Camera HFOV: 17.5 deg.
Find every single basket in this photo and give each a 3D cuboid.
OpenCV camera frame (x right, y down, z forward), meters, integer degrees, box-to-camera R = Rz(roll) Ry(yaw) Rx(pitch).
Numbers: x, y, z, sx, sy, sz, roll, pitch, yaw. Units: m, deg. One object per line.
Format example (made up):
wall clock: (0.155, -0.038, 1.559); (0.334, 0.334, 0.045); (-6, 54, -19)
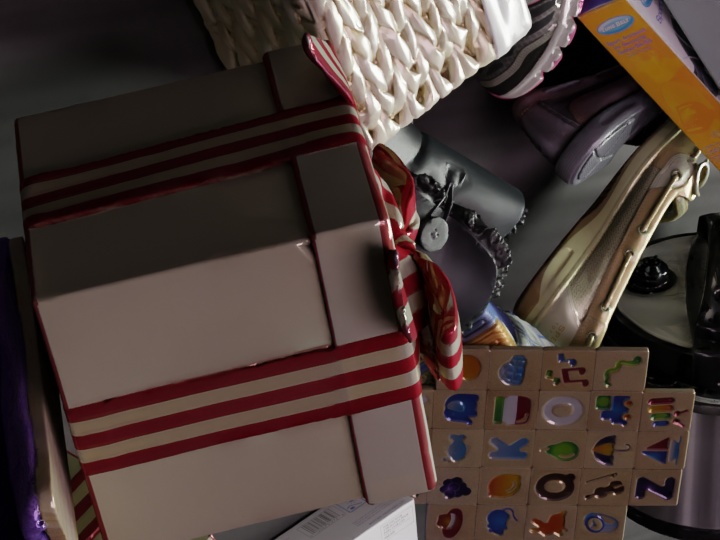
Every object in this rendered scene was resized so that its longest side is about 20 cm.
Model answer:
basket: (-0.017, -0.176, 1.204); (0.123, 0.135, 0.200); (-45, 138, -18)

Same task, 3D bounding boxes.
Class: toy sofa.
toy sofa: (-0.182, 0.082, 1.107); (0.082, 0.200, 0.098); (-13, 135, -2)

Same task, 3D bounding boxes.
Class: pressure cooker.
pressure cooker: (0.245, 0.066, 1.612); (0.178, 0.176, 0.201); (-21, 125, -28)

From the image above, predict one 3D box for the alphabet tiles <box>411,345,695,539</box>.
alphabet tiles: (0.111, 0.113, 1.503); (0.199, 0.006, 0.167); (1, 129, -2)

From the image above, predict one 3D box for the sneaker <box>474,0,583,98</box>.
sneaker: (0.090, -0.192, 1.369); (0.087, 0.074, 0.200); (5, 129, -18)

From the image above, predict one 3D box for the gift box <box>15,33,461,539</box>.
gift box: (-0.055, 0.004, 1.108); (0.186, 0.185, 0.201); (-12, 131, -4)

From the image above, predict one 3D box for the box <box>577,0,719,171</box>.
box: (0.194, -0.161, 1.456); (0.200, 0.041, 0.119); (40, 43, -34)

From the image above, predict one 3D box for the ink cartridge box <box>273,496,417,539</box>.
ink cartridge box: (-0.046, 0.220, 1.473); (0.200, 0.044, 0.094); (-31, 130, -34)

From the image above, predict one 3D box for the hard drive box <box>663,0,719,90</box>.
hard drive box: (0.242, -0.199, 1.432); (0.200, 0.077, 0.156); (52, 36, -28)

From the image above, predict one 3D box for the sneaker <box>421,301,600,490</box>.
sneaker: (0.083, 0.057, 1.517); (0.075, 0.088, 0.200); (-26, 126, 21)

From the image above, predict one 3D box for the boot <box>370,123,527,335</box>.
boot: (0.000, 0.000, 1.341); (0.168, 0.076, 0.201); (39, 74, -33)

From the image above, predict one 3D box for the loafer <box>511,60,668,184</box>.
loafer: (0.163, -0.115, 1.502); (0.200, 0.063, 0.072); (-33, 159, -55)

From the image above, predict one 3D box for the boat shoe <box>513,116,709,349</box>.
boat shoe: (0.180, -0.030, 1.510); (0.201, 0.063, 0.073); (-49, 174, -22)

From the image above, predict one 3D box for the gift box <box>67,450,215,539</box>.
gift box: (-0.154, 0.233, 1.246); (0.187, 0.184, 0.200); (-46, 133, -23)
